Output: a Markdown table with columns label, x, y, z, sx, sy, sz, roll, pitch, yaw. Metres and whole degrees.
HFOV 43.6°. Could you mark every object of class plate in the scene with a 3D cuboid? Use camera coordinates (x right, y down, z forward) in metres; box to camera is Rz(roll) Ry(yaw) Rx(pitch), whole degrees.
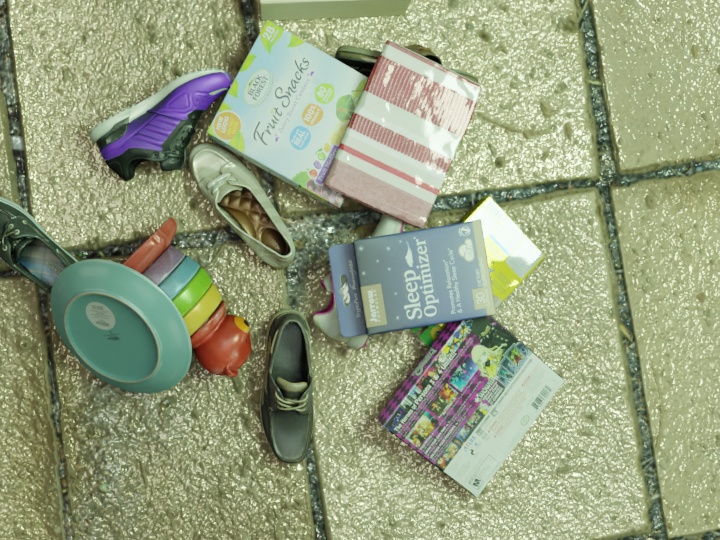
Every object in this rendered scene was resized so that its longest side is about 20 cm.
| label | x | y | z | sx | sy | sz | roll | pitch | yaw |
| --- | --- | --- | --- | --- | --- | --- | --- | --- | --- |
| plate | -0.303 | 0.078 | 1.116 | 0.198 | 0.026 | 0.202 | 11 | 125 | 16 |

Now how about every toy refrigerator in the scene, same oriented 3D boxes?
| label | x | y | z | sx | sy | sz | roll | pitch | yaw |
| --- | --- | --- | --- | --- | --- | --- | --- | --- | --- |
| toy refrigerator | -0.036 | -0.378 | 1.189 | 0.197 | 0.076 | 0.071 | -4 | 89 | -5 |

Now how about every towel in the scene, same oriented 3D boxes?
| label | x | y | z | sx | sy | sz | roll | pitch | yaw |
| --- | --- | --- | --- | --- | --- | --- | --- | --- | --- |
| towel | 0.055 | -0.172 | 1.151 | 0.143 | 0.023 | 0.202 | 24 | 91 | -8 |

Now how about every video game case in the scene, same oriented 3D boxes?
| label | x | y | z | sx | sy | sz | roll | pitch | yaw |
| --- | --- | --- | --- | --- | --- | --- | --- | --- | --- |
| video game case | 0.148 | 0.170 | 1.189 | 0.181 | 0.036 | 0.201 | 39 | 87 | -21 |

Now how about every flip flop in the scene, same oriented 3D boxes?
| label | x | y | z | sx | sy | sz | roll | pitch | yaw |
| --- | --- | --- | --- | --- | --- | --- | --- | --- | --- |
| flip flop | 0.065 | -0.274 | 1.203 | 0.197 | 0.081 | 0.058 | 14 | 73 | 0 |

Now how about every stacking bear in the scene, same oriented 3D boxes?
| label | x | y | z | sx | sy | sz | roll | pitch | yaw |
| --- | --- | --- | --- | --- | --- | --- | --- | --- | --- |
| stacking bear | -0.218 | 0.050 | 1.148 | 0.114 | 0.122 | 0.200 | -41 | 101 | 9 |

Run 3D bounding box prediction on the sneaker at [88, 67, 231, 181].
| label | x | y | z | sx | sy | sz | roll | pitch | yaw |
| --- | --- | --- | --- | --- | --- | --- | --- | --- | --- |
| sneaker | -0.243 | -0.182 | 1.168 | 0.199 | 0.070 | 0.100 | -29 | 90 | 3 |

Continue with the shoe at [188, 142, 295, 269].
| label | x | y | z | sx | sy | sz | roll | pitch | yaw |
| --- | --- | --- | --- | --- | --- | --- | --- | --- | --- |
| shoe | -0.153 | -0.089 | 1.181 | 0.070 | 0.053 | 0.200 | -40 | 93 | -5 |

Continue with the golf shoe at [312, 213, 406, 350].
| label | x | y | z | sx | sy | sz | roll | pitch | yaw |
| --- | --- | --- | --- | --- | --- | --- | --- | --- | --- |
| golf shoe | 0.000 | 0.000 | 1.187 | 0.091 | 0.075 | 0.202 | 20 | 86 | -1 |

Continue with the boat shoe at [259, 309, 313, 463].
| label | x | y | z | sx | sy | sz | roll | pitch | yaw |
| --- | --- | --- | --- | --- | --- | --- | --- | --- | --- |
| boat shoe | -0.097 | 0.153 | 1.172 | 0.073 | 0.073 | 0.203 | -4 | 89 | -5 |

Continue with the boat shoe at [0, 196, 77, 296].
| label | x | y | z | sx | sy | sz | roll | pitch | yaw |
| --- | --- | --- | --- | --- | --- | --- | --- | --- | --- |
| boat shoe | -0.430 | -0.032 | 1.151 | 0.199 | 0.057 | 0.069 | 37 | 86 | -4 |

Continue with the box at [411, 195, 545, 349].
| label | x | y | z | sx | sy | sz | roll | pitch | yaw |
| --- | --- | --- | --- | --- | --- | --- | --- | --- | --- |
| box | 0.139 | 0.012 | 1.212 | 0.200 | 0.048 | 0.117 | -45 | 94 | -7 |

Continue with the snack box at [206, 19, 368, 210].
| label | x | y | z | sx | sy | sz | roll | pitch | yaw |
| --- | --- | --- | --- | --- | --- | --- | --- | --- | --- |
| snack box | -0.076 | -0.201 | 1.185 | 0.198 | 0.068 | 0.170 | 28 | 87 | -3 |

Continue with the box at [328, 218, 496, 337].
| label | x | y | z | sx | sy | sz | roll | pitch | yaw |
| --- | --- | --- | --- | --- | --- | --- | --- | --- | --- |
| box | 0.064 | 0.012 | 1.135 | 0.197 | 0.032 | 0.123 | -9 | 87 | 0 |
